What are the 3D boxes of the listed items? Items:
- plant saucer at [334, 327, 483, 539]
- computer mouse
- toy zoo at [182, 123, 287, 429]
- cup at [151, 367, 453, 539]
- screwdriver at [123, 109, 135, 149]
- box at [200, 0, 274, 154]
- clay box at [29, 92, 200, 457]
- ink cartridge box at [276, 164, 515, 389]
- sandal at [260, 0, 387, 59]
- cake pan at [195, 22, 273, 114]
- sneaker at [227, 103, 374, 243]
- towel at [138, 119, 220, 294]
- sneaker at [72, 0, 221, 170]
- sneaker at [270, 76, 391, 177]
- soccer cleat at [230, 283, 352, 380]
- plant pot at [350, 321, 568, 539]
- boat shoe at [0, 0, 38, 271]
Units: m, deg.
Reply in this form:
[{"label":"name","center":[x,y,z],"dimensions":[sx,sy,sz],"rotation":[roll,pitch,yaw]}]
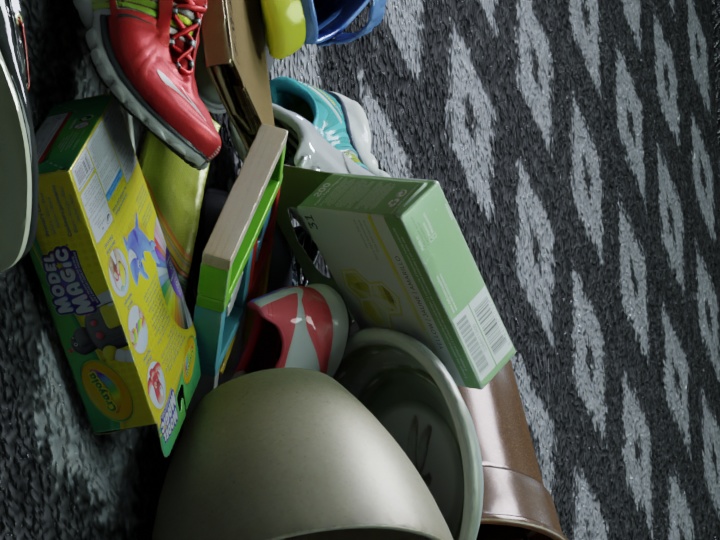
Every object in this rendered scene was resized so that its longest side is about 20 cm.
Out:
[{"label":"plant saucer","center":[0.028,0.138,1.687],"dimensions":[0.050,0.200,0.201],"rotation":[0,80,-38]},{"label":"computer mouse","center":[-0.063,-0.024,1.843],"dimensions":[0.200,0.046,0.141],"rotation":[56,30,-54]},{"label":"toy zoo","center":[-0.085,0.018,1.674],"dimensions":[0.201,0.020,0.132],"rotation":[100,8,-46]},{"label":"cup","center":[-0.047,0.148,1.599],"dimensions":[0.200,0.199,0.144],"rotation":[53,20,-57]},{"label":"screwdriver","center":[-0.152,-0.153,1.633],"dimensions":[0.028,0.029,0.201],"rotation":[19,59,-71]},{"label":"box","center":[-0.088,-0.192,1.675],"dimensions":[0.164,0.021,0.201],"rotation":[67,14,-68]},{"label":"clay box","center":[-0.152,0.007,1.534],"dimensions":[0.115,0.047,0.201],"rotation":[-71,149,-61]},{"label":"ink cartridge box","center":[0.000,0.000,1.705],"dimensions":[0.048,0.199,0.146],"rotation":[-45,123,-30]},{"label":"sandal","center":[-0.029,-0.195,1.761],"dimensions":[0.200,0.087,0.080],"rotation":[-103,-177,-69]},{"label":"cake pan","center":[-0.108,-0.212,1.776],"dimensions":[0.200,0.037,0.202],"rotation":[-13,90,-74]},{"label":"sneaker","center":[-0.028,-0.051,1.784],"dimensions":[0.071,0.200,0.073],"rotation":[18,107,-53]},{"label":"towel","center":[-0.127,-0.055,1.699],"dimensions":[0.086,0.018,0.201],"rotation":[66,22,-44]},{"label":"sneaker","center":[-0.124,-0.154,1.549],"dimensions":[0.077,0.085,0.201],"rotation":[39,22,-59]},{"label":"sneaker","center":[-0.028,-0.070,1.894],"dimensions":[0.079,0.077,0.200],"rotation":[29,26,-40]},{"label":"soccer cleat","center":[-0.065,0.103,1.705],"dimensions":[0.073,0.068,0.201],"rotation":[-2,115,-41]},{"label":"plant pot","center":[0.050,0.147,1.916],"dimensions":[0.200,0.199,0.199],"rotation":[55,23,-56]},{"label":"boat shoe","center":[-0.207,-0.100,1.363],"dimensions":[0.063,0.073,0.203],"rotation":[-15,92,-65]}]
